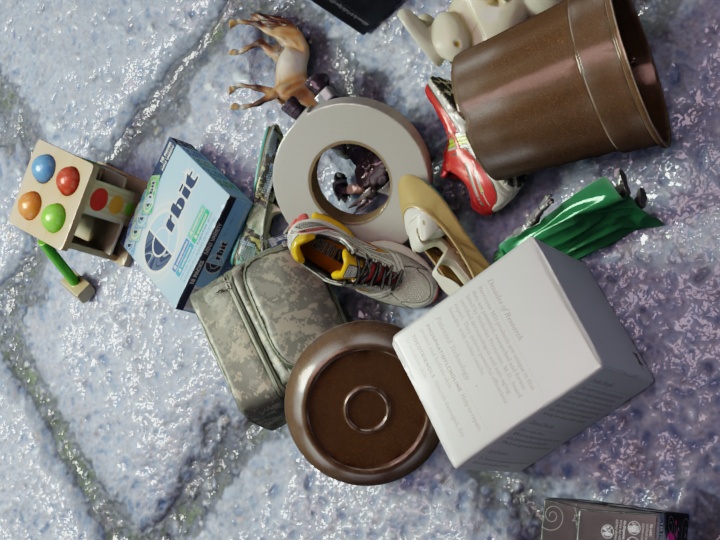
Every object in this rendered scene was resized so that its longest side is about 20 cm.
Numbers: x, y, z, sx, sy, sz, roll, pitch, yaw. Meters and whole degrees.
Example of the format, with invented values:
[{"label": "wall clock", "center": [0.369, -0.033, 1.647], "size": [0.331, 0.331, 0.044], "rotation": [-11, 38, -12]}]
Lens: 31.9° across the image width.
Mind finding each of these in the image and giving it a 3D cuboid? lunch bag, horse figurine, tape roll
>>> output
[{"label": "lunch bag", "center": [-0.099, 0.074, 1.590], "size": [0.166, 0.139, 0.202], "rotation": [-29, 66, 5]}, {"label": "horse figurine", "center": [-0.112, -0.273, 1.690], "size": [0.130, 0.050, 0.203], "rotation": [0, 63, -10]}, {"label": "tape roll", "center": [-0.009, -0.113, 1.556], "size": [0.200, 0.037, 0.206], "rotation": [4, 113, 10]}]

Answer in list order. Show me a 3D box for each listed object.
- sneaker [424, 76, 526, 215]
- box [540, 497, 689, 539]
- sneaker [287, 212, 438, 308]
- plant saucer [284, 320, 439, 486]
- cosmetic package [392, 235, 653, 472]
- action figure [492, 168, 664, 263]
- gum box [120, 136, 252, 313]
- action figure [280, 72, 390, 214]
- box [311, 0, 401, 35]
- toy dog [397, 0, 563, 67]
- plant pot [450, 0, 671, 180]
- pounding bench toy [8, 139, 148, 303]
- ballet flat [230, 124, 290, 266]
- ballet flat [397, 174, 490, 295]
[{"label": "sneaker", "center": [0.120, -0.152, 1.529], "size": [0.085, 0.076, 0.201], "rotation": [-48, 54, 33]}, {"label": "box", "center": [0.261, 0.346, 1.314], "size": [0.131, 0.114, 0.203], "rotation": [2, 83, 31]}, {"label": "sneaker", "center": [0.000, 0.000, 1.530], "size": [0.198, 0.082, 0.079], "rotation": [20, 109, -3]}, {"label": "plant saucer", "center": [0.008, 0.162, 1.492], "size": [0.197, 0.032, 0.203], "rotation": [0, 99, 0]}, {"label": "cosmetic package", "center": [0.179, 0.099, 1.383], "size": [0.199, 0.167, 0.168], "rotation": [-37, 63, 20]}, {"label": "action figure", "center": [0.229, -0.046, 1.433], "size": [0.199, 0.118, 0.055], "rotation": [-28, 43, 34]}, {"label": "gum box", "center": [-0.241, -0.064, 1.718], "size": [0.200, 0.044, 0.171], "rotation": [41, 108, 47]}, {"label": "action figure", "center": [-0.008, -0.161, 1.610], "size": [0.130, 0.069, 0.200], "rotation": [-43, 78, 6]}, {"label": "box", "center": [0.000, -0.431, 1.582], "size": [0.196, 0.199, 0.125], "rotation": [-40, 61, 19]}, {"label": "toy dog", "center": [0.171, -0.310, 1.490], "size": [0.200, 0.139, 0.195], "rotation": [-41, 75, 19]}, {"label": "plant pot", "center": [0.217, -0.200, 1.389], "size": [0.196, 0.200, 0.203], "rotation": [-18, 71, 23]}, {"label": "pounding bench toy", "center": [-0.413, -0.061, 1.796], "size": [0.123, 0.155, 0.202], "rotation": [23, 93, 33]}, {"label": "ballet flat", "center": [-0.115, -0.091, 1.677], "size": [0.074, 0.074, 0.203], "rotation": [14, 90, 33]}, {"label": "ballet flat", "center": [0.098, -0.026, 1.483], "size": [0.201, 0.063, 0.069], "rotation": [51, 145, 9]}]
